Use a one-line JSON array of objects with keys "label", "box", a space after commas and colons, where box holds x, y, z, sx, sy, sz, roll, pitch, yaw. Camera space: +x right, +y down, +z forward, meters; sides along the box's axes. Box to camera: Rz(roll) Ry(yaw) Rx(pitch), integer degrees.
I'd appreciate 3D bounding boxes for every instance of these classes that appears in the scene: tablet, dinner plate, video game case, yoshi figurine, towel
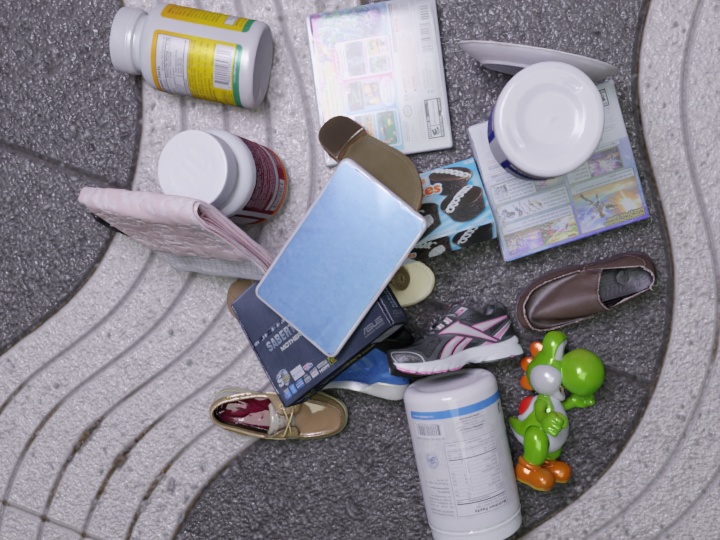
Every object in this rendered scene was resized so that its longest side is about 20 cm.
[{"label": "tablet", "box": [-0.025, -0.014, 0.927, 0.129, 0.014, 0.202, 37, 101, 8]}, {"label": "dinner plate", "box": [0.213, -0.250, 0.956, 0.195, 0.200, 0.025, 13, 100, 4]}, {"label": "video game case", "box": [0.259, -0.130, 1.040, 0.195, 0.045, 0.186, -16, 92, 7]}, {"label": "video game case", "box": [0.025, -0.255, 1.063, 0.177, 0.024, 0.205, -7, 95, 6]}, {"label": "yoshi figurine", "box": [0.271, 0.186, 1.045, 0.109, 0.112, 0.205, 6, 94, -11]}, {"label": "towel", "box": [-0.215, -0.041, 0.955, 0.196, 0.191, 0.033, 7, 69, 32]}]

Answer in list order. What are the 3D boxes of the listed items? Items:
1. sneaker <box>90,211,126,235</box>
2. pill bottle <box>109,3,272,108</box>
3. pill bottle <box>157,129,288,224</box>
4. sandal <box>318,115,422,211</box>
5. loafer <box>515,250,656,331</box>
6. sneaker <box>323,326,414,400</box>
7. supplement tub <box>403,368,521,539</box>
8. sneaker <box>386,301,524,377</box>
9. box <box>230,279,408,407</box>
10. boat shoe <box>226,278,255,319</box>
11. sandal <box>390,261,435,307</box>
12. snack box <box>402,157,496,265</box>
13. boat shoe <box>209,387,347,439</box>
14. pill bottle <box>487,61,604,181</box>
[{"label": "sneaker", "box": [-0.276, -0.064, 1.076, 0.195, 0.091, 0.078, 7, 95, 3]}, {"label": "pill bottle", "box": [-0.223, -0.287, 1.038, 0.195, 0.113, 0.116, 11, 96, 4]}, {"label": "pill bottle", "box": [-0.171, -0.118, 0.998, 0.107, 0.200, 0.113, 0, 90, 13]}, {"label": "sandal", "box": [0.024, -0.118, 1.008, 0.077, 0.070, 0.212, -40, 53, 0]}, {"label": "loafer", "box": [0.298, 0.025, 1.038, 0.196, 0.071, 0.074, -24, 93, 7]}, {"label": "sneaker", "box": [-0.022, 0.104, 1.072, 0.195, 0.077, 0.114, 10, 102, 0]}, {"label": "supplement tub", "box": [0.136, 0.244, 1.045, 0.129, 0.132, 0.205, -11, 95, 6]}, {"label": "sneaker", "box": [0.119, 0.090, 1.049, 0.196, 0.080, 0.089, -8, 81, -26]}, {"label": "box", "box": [-0.056, 0.053, 0.993, 0.199, 0.051, 0.160, -38, 73, 24]}, {"label": "boat shoe", "box": [-0.091, 0.046, 1.079, 0.195, 0.064, 0.074, 1, 93, 25]}, {"label": "sandal", "box": [-0.001, 0.006, 1.066, 0.207, 0.070, 0.080, 14, 97, 4]}, {"label": "snack box", "box": [0.070, -0.069, 1.035, 0.195, 0.037, 0.118, -17, 51, 6]}, {"label": "boat shoe", "box": [-0.116, 0.206, 1.097, 0.195, 0.066, 0.076, 1, 96, 5]}, {"label": "pill bottle", "box": [0.208, -0.167, 0.919, 0.116, 0.200, 0.123, 0, 95, 5]}]
